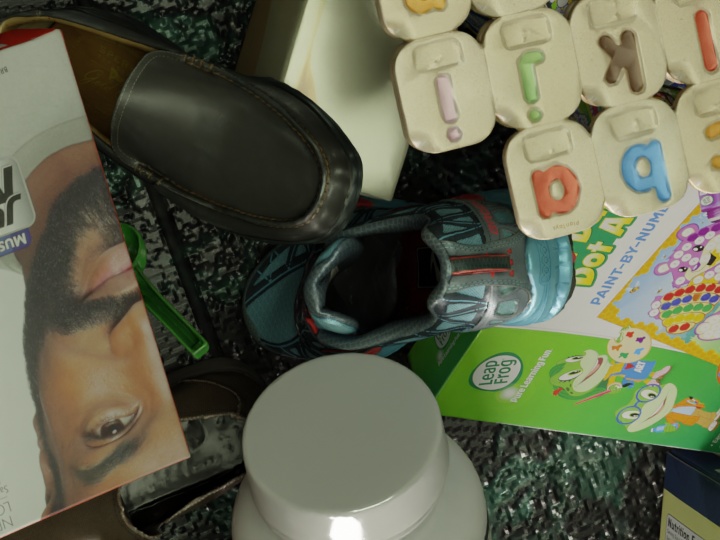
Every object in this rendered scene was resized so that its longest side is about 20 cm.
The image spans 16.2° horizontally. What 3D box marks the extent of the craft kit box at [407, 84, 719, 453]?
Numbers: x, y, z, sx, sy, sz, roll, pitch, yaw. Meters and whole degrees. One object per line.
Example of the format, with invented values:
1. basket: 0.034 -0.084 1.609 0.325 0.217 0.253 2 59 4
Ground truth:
1. craft kit box: 0.152 0.003 1.216 0.197 0.049 0.200 11 132 -24

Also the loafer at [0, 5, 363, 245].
1. loafer: -0.085 -0.065 1.122 0.072 0.200 0.073 14 99 -52

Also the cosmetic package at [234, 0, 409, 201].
1. cosmetic package: 0.000 -0.141 1.184 0.071 0.105 0.201 16 94 -16

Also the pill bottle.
1. pill bottle: 0.003 0.135 1.181 0.119 0.120 0.200 -23 139 -11

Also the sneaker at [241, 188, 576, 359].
1. sneaker: 0.000 0.000 1.164 0.095 0.200 0.080 -6 84 -43

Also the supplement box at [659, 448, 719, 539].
1. supplement box: 0.264 0.202 1.304 0.199 0.134 0.200 0 100 -16

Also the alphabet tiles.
1. alphabet tiles: 0.104 -0.121 1.087 0.199 0.015 0.196 -15 99 -12

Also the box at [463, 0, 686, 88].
1. box: 0.114 -0.108 1.188 0.070 0.064 0.200 -57 145 -2

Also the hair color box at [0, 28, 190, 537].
1. hair color box: -0.160 0.006 1.103 0.111 0.064 0.200 -22 105 -24

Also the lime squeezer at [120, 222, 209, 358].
1. lime squeezer: -0.139 -0.026 1.188 0.038 0.071 0.200 -43 78 8

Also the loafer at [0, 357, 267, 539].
1. loafer: -0.130 0.102 1.207 0.200 0.071 0.073 -29 106 -9
